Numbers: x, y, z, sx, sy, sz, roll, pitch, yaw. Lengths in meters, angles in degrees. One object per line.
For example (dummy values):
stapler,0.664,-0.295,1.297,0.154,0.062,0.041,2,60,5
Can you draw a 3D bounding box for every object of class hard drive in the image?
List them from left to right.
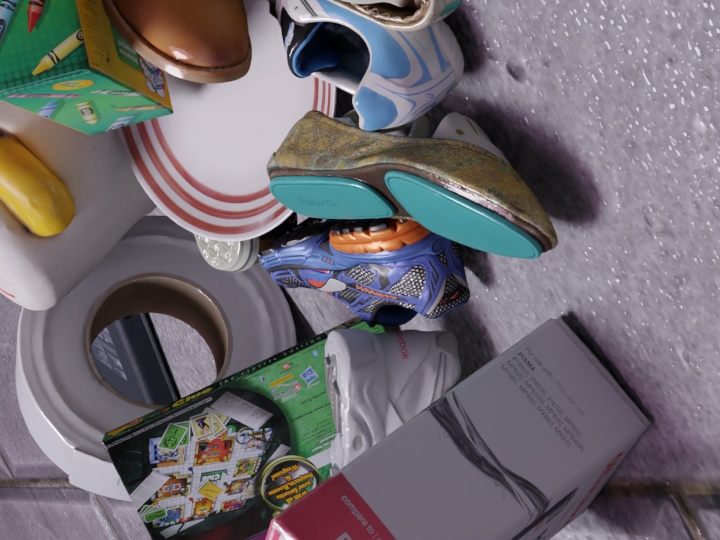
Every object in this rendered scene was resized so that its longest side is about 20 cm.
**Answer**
hard drive,-0.223,0.084,1.730,0.139,0.033,0.200,27,140,53

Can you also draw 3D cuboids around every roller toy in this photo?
roller toy,-0.237,-0.068,1.236,0.200,0.140,0.183,36,163,27

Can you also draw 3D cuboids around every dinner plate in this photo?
dinner plate,-0.082,-0.118,1.111,0.200,0.024,0.201,8,102,43

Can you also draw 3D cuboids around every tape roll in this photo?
tape roll,-0.149,0.064,1.324,0.203,0.202,0.071,54,157,14

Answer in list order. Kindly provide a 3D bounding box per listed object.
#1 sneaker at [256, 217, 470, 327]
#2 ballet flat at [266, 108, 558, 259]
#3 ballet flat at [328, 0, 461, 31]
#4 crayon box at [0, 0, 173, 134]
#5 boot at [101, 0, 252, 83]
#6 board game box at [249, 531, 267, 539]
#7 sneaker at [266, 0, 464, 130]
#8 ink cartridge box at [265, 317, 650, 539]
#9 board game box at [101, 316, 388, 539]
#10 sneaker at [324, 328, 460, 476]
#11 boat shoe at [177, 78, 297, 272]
sneaker,0.000,0.000,1.102,0.079,0.075,0.200,61,160,-11
ballet flat,0.031,-0.055,0.969,0.200,0.071,0.071,12,129,45
ballet flat,-0.042,-0.172,0.884,0.199,0.062,0.068,22,122,4
crayon box,-0.166,-0.149,1.040,0.200,0.058,0.119,17,-121,-83
boot,-0.091,-0.211,0.963,0.200,0.073,0.155,65,146,34
board game box,-0.019,0.178,1.237,0.200,0.158,0.039,56,163,11
sneaker,-0.025,-0.146,0.975,0.200,0.072,0.072,47,156,37
ink cartridge box,0.045,0.132,0.994,0.085,0.200,0.146,48,155,15
board game box,-0.057,0.113,1.203,0.023,0.200,0.105,-103,-11,-80
sneaker,0.032,0.112,1.130,0.200,0.099,0.078,89,170,-48
boat shoe,-0.088,-0.099,1.181,0.075,0.062,0.201,-20,84,51
